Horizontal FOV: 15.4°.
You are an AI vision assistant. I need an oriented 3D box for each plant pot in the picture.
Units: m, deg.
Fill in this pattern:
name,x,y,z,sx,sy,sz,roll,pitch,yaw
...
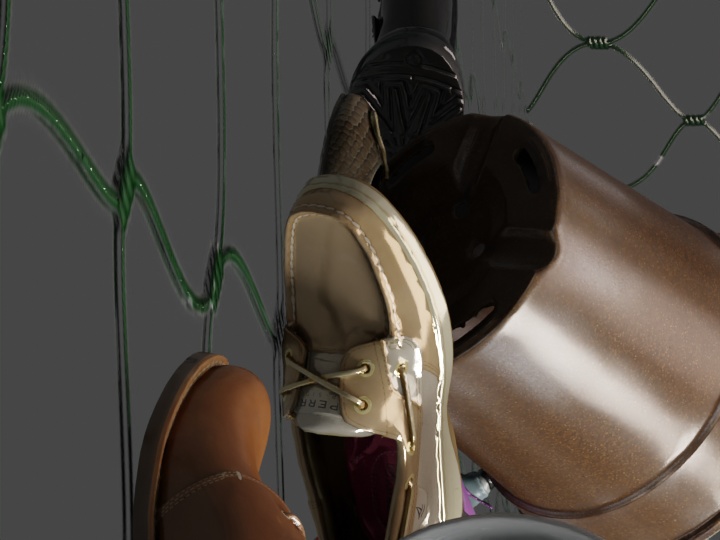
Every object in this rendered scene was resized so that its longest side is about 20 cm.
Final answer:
name,x,y,z,sx,sy,sz,roll,pitch,yaw
plant pot,0.101,0.027,1.393,0.198,0.200,0.201,35,46,-40

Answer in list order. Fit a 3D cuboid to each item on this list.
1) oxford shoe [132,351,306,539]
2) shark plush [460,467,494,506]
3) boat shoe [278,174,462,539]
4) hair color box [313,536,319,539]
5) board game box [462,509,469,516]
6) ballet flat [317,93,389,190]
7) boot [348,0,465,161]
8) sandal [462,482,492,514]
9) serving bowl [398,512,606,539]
name,x,y,z,sx,sy,sz,roll,pitch,yaw
oxford shoe,-0.040,0.098,0.856,0.200,0.071,0.071,-85,170,-53
shark plush,0.044,0.118,1.524,0.091,0.083,0.200,-64,152,-76
boat shoe,-0.001,0.056,1.204,0.069,0.074,0.200,-41,126,-46
hair color box,0.013,0.233,1.336,0.200,0.064,0.111,80,10,-49
board game box,0.028,0.164,1.386,0.103,0.019,0.200,41,-25,33
ballet flat,0.000,0.000,1.320,0.067,0.046,0.200,80,11,-57
boot,0.033,-0.142,1.540,0.165,0.065,0.200,95,3,-52
sandal,0.047,0.141,1.430,0.203,0.050,0.082,66,-21,-10
serving bowl,0.068,0.212,1.180,0.066,0.200,0.201,38,50,-68
